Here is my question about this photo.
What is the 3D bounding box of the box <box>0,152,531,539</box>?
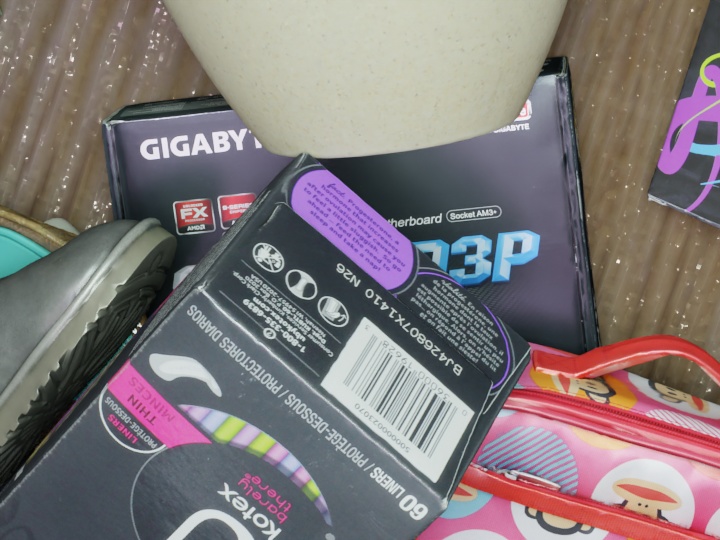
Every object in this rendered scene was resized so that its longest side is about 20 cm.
[{"bbox_3d":[-0.049,0.074,0.979,0.122,0.106,0.200,40,128,-4],"label":"box"}]

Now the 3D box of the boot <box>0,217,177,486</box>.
[{"bbox_3d":[-0.195,-0.012,1.032,0.200,0.073,0.182,46,106,9],"label":"boot"}]

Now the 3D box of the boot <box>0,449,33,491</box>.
[{"bbox_3d":[-0.153,0.121,1.100,0.199,0.076,0.170,11,107,31],"label":"boot"}]

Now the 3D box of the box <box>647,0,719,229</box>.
[{"bbox_3d":[0.207,-0.097,1.019,0.142,0.036,0.201,27,106,33],"label":"box"}]

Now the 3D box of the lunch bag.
[{"bbox_3d":[0.112,0.112,1.052,0.199,0.082,0.177,16,109,-2],"label":"lunch bag"}]

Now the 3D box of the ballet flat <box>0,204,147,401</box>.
[{"bbox_3d":[-0.164,-0.007,1.093,0.199,0.072,0.068,22,114,10],"label":"ballet flat"}]

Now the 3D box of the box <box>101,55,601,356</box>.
[{"bbox_3d":[0.000,0.000,1.091,0.198,0.046,0.160,-5,102,8],"label":"box"}]

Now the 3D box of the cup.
[{"bbox_3d":[0.003,-0.123,0.983,0.199,0.200,0.144,-5,102,8],"label":"cup"}]
